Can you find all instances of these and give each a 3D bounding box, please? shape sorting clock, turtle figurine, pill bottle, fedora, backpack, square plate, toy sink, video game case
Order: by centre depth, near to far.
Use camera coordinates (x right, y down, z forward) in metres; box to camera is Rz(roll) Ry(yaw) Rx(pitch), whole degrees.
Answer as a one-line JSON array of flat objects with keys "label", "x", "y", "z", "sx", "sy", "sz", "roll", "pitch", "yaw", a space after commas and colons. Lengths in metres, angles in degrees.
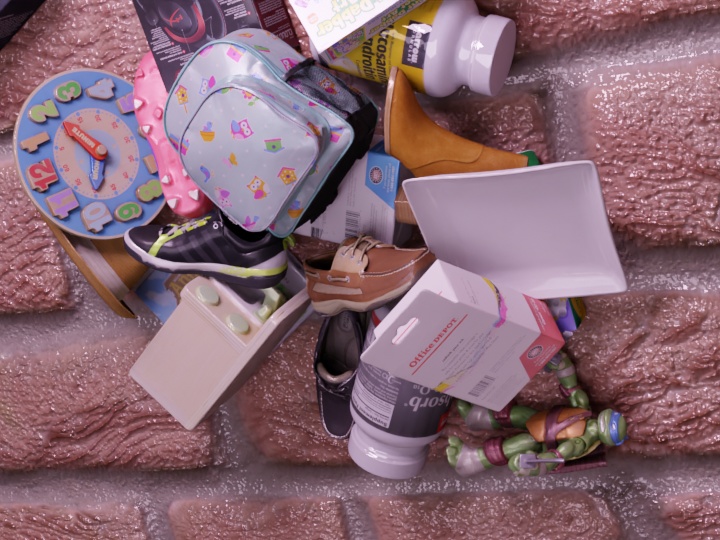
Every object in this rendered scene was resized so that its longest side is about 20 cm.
[{"label": "square plate", "x": 0.163, "y": -0.041, "z": 1.526, "sx": 0.197, "sy": 0.029, "sz": 0.200, "roll": -4, "pitch": 138, "yaw": 19}, {"label": "pill bottle", "x": 0.055, "y": -0.245, "z": 1.542, "sx": 0.199, "sy": 0.112, "sz": 0.113, "roll": 17, "pitch": 116, "yaw": 18}, {"label": "backpack", "x": -0.109, "y": -0.151, "z": 1.556, "sx": 0.200, "sy": 0.153, "sz": 0.176, "roll": 42, "pitch": 122, "yaw": 10}, {"label": "turtle figurine", "x": 0.180, "y": 0.155, "z": 1.622, "sx": 0.193, "sy": 0.200, "sz": 0.145, "roll": -13, "pitch": 75, "yaw": 33}, {"label": "pill bottle", "x": 0.052, "y": 0.128, "z": 1.686, "sx": 0.115, "sy": 0.116, "sz": 0.201, "roll": 21, "pitch": 117, "yaw": 15}, {"label": "shape sorting clock", "x": -0.303, "y": -0.135, "z": 1.703, "sx": 0.039, "sy": 0.200, "sz": 0.201, "roll": -14, "pitch": 106, "yaw": 59}, {"label": "toy sink", "x": -0.158, "y": 0.064, "z": 1.722, "sx": 0.112, "sy": 0.130, "sz": 0.200, "roll": 43, "pitch": 120, "yaw": 4}, {"label": "fedora", "x": -0.309, "y": -0.036, "z": 1.780, "sx": 0.082, "sy": 0.201, "sz": 0.201, "roll": -37, "pitch": 92, "yaw": -4}, {"label": "video game case", "x": -0.161, "y": 0.025, "z": 1.795, "sx": 0.182, "sy": 0.022, "sz": 0.200, "roll": 47, "pitch": 121, "yaw": 1}]

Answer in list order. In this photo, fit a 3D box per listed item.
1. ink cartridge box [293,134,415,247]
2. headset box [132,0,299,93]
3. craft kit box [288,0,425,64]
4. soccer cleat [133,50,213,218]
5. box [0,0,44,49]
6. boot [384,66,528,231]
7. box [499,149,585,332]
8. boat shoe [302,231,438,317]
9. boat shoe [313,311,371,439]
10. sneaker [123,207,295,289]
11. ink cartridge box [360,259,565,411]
[{"label": "ink cartridge box", "x": -0.041, "y": -0.100, "z": 1.666, "sx": 0.199, "sy": 0.068, "sz": 0.117, "roll": 13, "pitch": 114, "yaw": 19}, {"label": "headset box", "x": -0.169, "y": -0.297, "z": 1.643, "sx": 0.148, "sy": 0.075, "sz": 0.201, "roll": -14, "pitch": 103, "yaw": 28}, {"label": "craft kit box", "x": -0.001, "y": -0.344, "z": 1.495, "sx": 0.199, "sy": 0.049, "sz": 0.198, "roll": -33, "pitch": 76, "yaw": 8}, {"label": "soccer cleat", "x": -0.215, "y": -0.157, "z": 1.726, "sx": 0.066, "sy": 0.076, "sz": 0.201, "roll": -17, "pitch": 83, "yaw": 10}, {"label": "box", "x": -0.465, "y": -0.340, "z": 1.742, "sx": 0.200, "sy": 0.104, "sz": 0.148, "roll": -37, "pitch": 92, "yaw": 30}, {"label": "boot", "x": 0.102, "y": -0.123, "z": 1.529, "sx": 0.143, "sy": 0.071, "sz": 0.202, "roll": 2, "pitch": 131, "yaw": 13}, {"label": "box", "x": 0.164, "y": -0.024, "z": 1.618, "sx": 0.117, "sy": 0.048, "sz": 0.201, "roll": -12, "pitch": 103, "yaw": 26}, {"label": "boat shoe", "x": 0.000, "y": 0.000, "z": 1.602, "sx": 0.199, "sy": 0.076, "sz": 0.074, "roll": -16, "pitch": 106, "yaw": 50}, {"label": "boat shoe", "x": -0.026, "y": 0.115, "z": 1.744, "sx": 0.072, "sy": 0.065, "sz": 0.201, "roll": 15, "pitch": 116, "yaw": 16}, {"label": "sneaker", "x": -0.170, "y": -0.041, "z": 1.681, "sx": 0.199, "sy": 0.072, "sz": 0.083, "roll": 10, "pitch": 117, "yaw": 6}, {"label": "ink cartridge box", "x": 0.099, "y": 0.064, "z": 1.539, "sx": 0.199, "sy": 0.068, "sz": 0.117, "roll": 21, "pitch": 122, "yaw": -35}]
